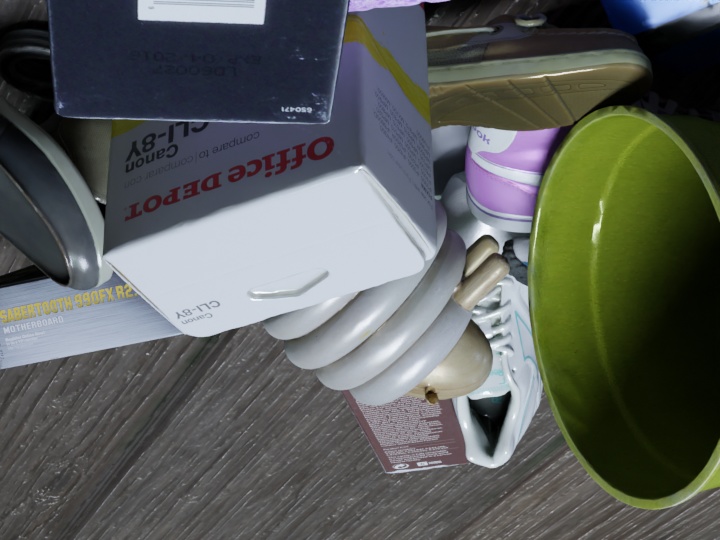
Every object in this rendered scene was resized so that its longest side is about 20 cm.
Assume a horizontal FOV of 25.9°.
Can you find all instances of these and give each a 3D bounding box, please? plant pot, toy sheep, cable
[{"bbox_3d":[0.219,0.011,0.825,0.191,0.202,0.201,-5,149,-22],"label":"plant pot"},{"bbox_3d":[0.000,0.000,0.904,0.200,0.138,0.138,44,132,-10],"label":"toy sheep"},{"bbox_3d":[-0.110,-0.088,0.903,0.198,0.051,0.097,20,152,-32],"label":"cable"}]

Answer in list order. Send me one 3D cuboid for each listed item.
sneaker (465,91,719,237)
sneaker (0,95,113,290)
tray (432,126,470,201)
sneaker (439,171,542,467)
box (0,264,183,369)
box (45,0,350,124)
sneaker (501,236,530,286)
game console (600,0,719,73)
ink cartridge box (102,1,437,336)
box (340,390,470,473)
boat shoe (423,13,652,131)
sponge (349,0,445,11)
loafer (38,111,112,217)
[{"bbox_3d":[0.159,-0.078,0.887,0.198,0.073,0.115,-6,141,-4],"label":"sneaker"},{"bbox_3d":[-0.225,-0.045,0.822,0.200,0.106,0.075,44,147,12],"label":"sneaker"},{"bbox_3d":[0.070,-0.071,0.970,0.197,0.022,0.108,-12,144,14],"label":"tray"},{"bbox_3d":[0.085,0.034,0.990,0.069,0.080,0.202,-2,119,13],"label":"sneaker"},{"bbox_3d":[-0.140,0.009,0.952,0.156,0.049,0.200,-11,-174,14],"label":"box"},{"bbox_3d":[-0.060,-0.198,0.614,0.121,0.200,0.201,1,147,-8],"label":"box"},{"bbox_3d":[0.180,-0.022,0.954,0.197,0.088,0.075,2,-176,-15],"label":"sneaker"},{"bbox_3d":[0.221,-0.189,0.808,0.198,0.119,0.172,-19,112,23],"label":"game console"},{"bbox_3d":[-0.044,-0.087,0.779,0.144,0.202,0.083,-18,143,22],"label":"ink cartridge box"},{"bbox_3d":[0.029,0.057,1.069,0.074,0.101,0.200,-9,154,10],"label":"box"},{"bbox_3d":[0.057,-0.112,0.828,0.199,0.064,0.073,-4,163,32],"label":"boat shoe"},{"bbox_3d":[0.005,-0.172,0.736,0.197,0.113,0.030,-5,146,4],"label":"sponge"},{"bbox_3d":[-0.170,-0.046,0.914,0.074,0.070,0.200,23,159,-13],"label":"loafer"}]
